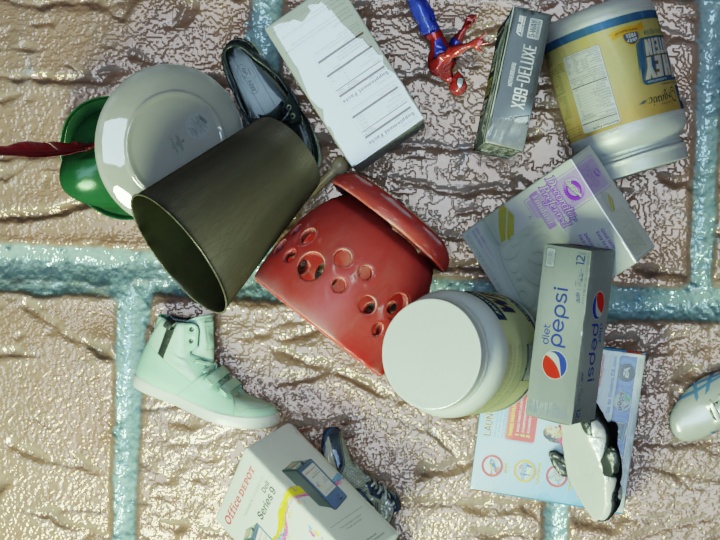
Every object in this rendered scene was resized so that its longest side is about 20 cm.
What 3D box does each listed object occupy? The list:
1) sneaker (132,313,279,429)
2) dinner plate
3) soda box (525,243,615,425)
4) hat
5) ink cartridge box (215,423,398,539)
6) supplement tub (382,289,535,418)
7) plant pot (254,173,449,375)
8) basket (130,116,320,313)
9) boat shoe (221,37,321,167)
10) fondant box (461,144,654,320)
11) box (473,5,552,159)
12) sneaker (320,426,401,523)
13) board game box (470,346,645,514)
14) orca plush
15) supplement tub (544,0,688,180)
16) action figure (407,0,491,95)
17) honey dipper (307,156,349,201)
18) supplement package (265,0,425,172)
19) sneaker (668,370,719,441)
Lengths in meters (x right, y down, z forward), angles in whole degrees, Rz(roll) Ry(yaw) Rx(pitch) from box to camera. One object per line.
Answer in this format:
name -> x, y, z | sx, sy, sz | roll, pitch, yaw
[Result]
sneaker -> -0.185, 0.123, 1.774 | 0.198, 0.074, 0.120 | 19, 99, 7
dinner plate -> -0.231, -0.154, 1.734 | 0.197, 0.024, 0.204 | -3, 96, -28
soda box -> 0.242, 0.072, 1.616 | 0.063, 0.068, 0.203 | 9, 97, 34
hat -> -0.337, -0.110, 1.711 | 0.197, 0.176, 0.168 | 0, 113, 16
ink cartridge box -> -0.070, 0.311, 1.711 | 0.200, 0.087, 0.146 | 44, 131, 21
supplement tub -> 0.120, 0.097, 1.638 | 0.143, 0.199, 0.148 | -1, 87, 25
plant pot -> 0.000, 0.000, 1.700 | 0.200, 0.200, 0.183 | 39, 88, 3
basket -> -0.153, -0.081, 1.701 | 0.200, 0.135, 0.182 | -44, 118, -25
boat shoe -> -0.116, -0.207, 1.770 | 0.074, 0.066, 0.202 | -26, 89, 3
fondant box -> 0.236, -0.037, 1.695 | 0.199, 0.058, 0.145 | -35, 87, 41
box -> 0.180, -0.220, 1.678 | 0.049, 0.200, 0.160 | 12, 93, 0
sneaker -> 0.005, 0.287, 1.772 | 0.084, 0.077, 0.203 | -18, 98, -2
board game box -> 0.245, 0.187, 1.751 | 0.193, 0.056, 0.203 | 9, 92, 5
orca plush -> 0.278, 0.198, 1.703 | 0.105, 0.071, 0.202 | -42, 73, 48
supplement tub -> 0.311, -0.216, 1.694 | 0.143, 0.145, 0.203 | -17, 90, 5
action figure -> 0.105, -0.322, 1.746 | 0.098, 0.065, 0.203 | -23, 89, 22
honey dipper -> -0.090, -0.073, 1.789 | 0.200, 0.038, 0.038 | -42, 88, 0
supplement package -> -0.016, -0.237, 1.737 | 0.109, 0.114, 0.201 | -33, 88, 3
sneaker -> 0.472, 0.152, 1.724 | 0.198, 0.072, 0.073 | -26, 90, 6
